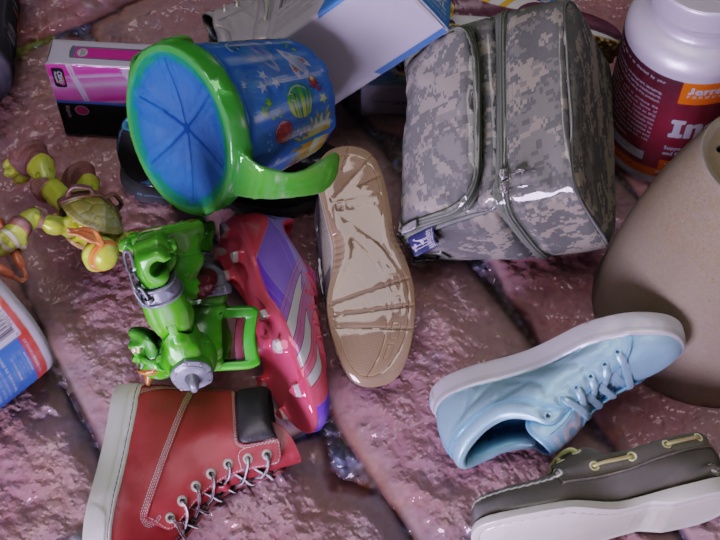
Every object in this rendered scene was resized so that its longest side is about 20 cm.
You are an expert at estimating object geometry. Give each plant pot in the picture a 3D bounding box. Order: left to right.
[{"bbox_3d":[0.286,-0.025,0.965,0.187,0.200,0.188,0,56,0],"label":"plant pot"}]

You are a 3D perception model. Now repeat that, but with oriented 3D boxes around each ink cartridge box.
[{"bbox_3d":[-0.171,-0.157,1.121,0.200,0.095,0.037,2,55,2],"label":"ink cartridge box"},{"bbox_3d":[0.004,-0.260,1.106,0.145,0.084,0.200,-29,37,34],"label":"ink cartridge box"}]

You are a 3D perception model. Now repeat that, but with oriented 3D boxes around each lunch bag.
[{"bbox_3d":[0.114,-0.106,1.045,0.168,0.139,0.200,-8,69,26],"label":"lunch bag"}]

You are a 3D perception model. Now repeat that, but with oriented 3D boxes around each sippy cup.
[{"bbox_3d":[-0.095,-0.125,1.004,0.130,0.140,0.178,-23,86,-38],"label":"sippy cup"}]

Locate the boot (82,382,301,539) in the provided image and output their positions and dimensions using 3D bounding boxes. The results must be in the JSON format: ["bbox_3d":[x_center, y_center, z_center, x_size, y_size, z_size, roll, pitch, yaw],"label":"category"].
[{"bbox_3d":[-0.118,0.170,0.916,0.144,0.072,0.200,1,53,4],"label":"boot"}]

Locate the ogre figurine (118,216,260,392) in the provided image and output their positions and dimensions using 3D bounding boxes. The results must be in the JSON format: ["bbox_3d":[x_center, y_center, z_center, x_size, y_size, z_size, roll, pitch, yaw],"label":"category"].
[{"bbox_3d":[-0.130,0.023,0.947,0.098,0.200,0.120,-15,95,-17],"label":"ogre figurine"}]

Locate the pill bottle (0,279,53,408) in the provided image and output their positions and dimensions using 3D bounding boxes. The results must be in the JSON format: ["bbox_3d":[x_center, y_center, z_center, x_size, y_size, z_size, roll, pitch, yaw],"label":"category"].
[{"bbox_3d":[-0.342,0.090,0.950,0.200,0.112,0.112,-40,64,-22],"label":"pill bottle"}]

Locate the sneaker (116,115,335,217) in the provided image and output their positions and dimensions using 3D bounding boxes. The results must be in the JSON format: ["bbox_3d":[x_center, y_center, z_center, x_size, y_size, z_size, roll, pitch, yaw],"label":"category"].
[{"bbox_3d":[-0.112,-0.096,1.088,0.200,0.082,0.073,0,55,-1],"label":"sneaker"}]

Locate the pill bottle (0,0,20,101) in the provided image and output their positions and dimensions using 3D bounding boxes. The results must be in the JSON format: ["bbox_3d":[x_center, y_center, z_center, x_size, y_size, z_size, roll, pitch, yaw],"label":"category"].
[{"bbox_3d":[-0.369,-0.216,1.157,0.106,0.106,0.200,-4,57,-2],"label":"pill bottle"}]

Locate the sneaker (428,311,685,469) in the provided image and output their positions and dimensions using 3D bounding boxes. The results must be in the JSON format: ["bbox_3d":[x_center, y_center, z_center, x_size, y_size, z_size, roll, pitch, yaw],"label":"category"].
[{"bbox_3d":[0.153,0.099,0.945,0.200,0.074,0.082,-22,51,13],"label":"sneaker"}]

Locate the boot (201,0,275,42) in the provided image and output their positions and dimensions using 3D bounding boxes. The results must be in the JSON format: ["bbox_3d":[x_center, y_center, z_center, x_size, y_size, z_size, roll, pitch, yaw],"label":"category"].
[{"bbox_3d":[-0.102,-0.248,1.192,0.095,0.074,0.200,-1,57,-8],"label":"boot"}]

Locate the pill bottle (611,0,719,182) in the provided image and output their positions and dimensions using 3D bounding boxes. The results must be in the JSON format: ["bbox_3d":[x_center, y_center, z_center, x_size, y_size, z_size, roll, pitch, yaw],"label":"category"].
[{"bbox_3d":[0.272,-0.173,1.063,0.113,0.200,0.113,-1,56,1],"label":"pill bottle"}]

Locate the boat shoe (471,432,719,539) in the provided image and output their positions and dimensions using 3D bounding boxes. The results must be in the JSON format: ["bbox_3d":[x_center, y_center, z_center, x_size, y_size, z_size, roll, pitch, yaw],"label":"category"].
[{"bbox_3d":[0.172,0.161,0.922,0.201,0.072,0.060,-7,55,-11],"label":"boat shoe"}]

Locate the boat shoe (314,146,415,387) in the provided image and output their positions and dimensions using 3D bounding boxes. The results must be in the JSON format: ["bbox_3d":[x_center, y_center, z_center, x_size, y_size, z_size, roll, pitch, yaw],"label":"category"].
[{"bbox_3d":[0.000,0.000,1.033,0.072,0.065,0.200,-9,75,-7],"label":"boat shoe"}]

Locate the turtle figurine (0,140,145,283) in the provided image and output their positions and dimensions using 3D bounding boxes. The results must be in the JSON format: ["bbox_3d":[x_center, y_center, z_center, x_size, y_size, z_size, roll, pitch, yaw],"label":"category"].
[{"bbox_3d":[-0.236,-0.046,1.026,0.200,0.064,0.161,5,31,-38],"label":"turtle figurine"}]

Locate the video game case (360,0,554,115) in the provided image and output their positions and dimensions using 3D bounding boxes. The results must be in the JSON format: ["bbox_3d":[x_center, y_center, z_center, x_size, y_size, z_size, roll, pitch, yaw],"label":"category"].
[{"bbox_3d":[0.094,-0.234,1.199,0.181,0.045,0.200,1,57,3],"label":"video game case"}]

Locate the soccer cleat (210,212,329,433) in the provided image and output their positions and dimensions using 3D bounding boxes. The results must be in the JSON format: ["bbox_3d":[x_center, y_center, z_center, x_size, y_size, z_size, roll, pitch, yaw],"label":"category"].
[{"bbox_3d":[-0.056,0.036,1.014,0.076,0.067,0.200,-9,58,-29],"label":"soccer cleat"}]

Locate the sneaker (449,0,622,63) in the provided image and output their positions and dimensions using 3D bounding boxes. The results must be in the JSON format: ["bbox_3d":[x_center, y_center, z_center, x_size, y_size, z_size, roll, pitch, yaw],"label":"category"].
[{"bbox_3d":[0.135,-0.231,1.125,0.200,0.075,0.090,7,63,4],"label":"sneaker"}]
